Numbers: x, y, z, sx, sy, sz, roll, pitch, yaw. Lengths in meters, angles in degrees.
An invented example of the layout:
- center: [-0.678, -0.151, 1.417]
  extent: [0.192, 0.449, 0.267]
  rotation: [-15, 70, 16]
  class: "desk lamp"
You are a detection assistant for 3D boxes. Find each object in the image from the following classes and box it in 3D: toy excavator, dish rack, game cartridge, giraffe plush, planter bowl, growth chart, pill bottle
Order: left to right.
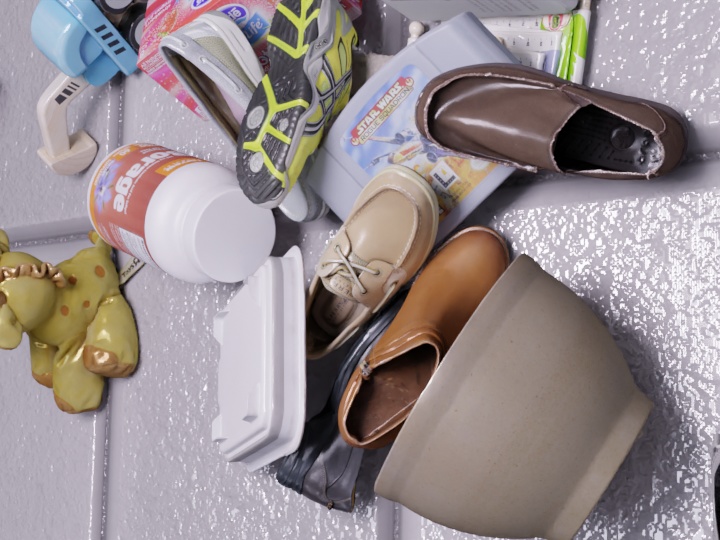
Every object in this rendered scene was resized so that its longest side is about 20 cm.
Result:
- center: [-0.328, 0.040, 1.255]
  extent: [0.173, 0.162, 0.200]
  rotation: [43, 113, 36]
  class: "giraffe plush"
- center: [-0.302, -0.221, 1.298]
  extent: [0.200, 0.195, 0.100]
  rotation: [-44, 54, -5]
  class: "toy excavator"
- center: [-0.167, -0.052, 1.141]
  extent: [0.200, 0.112, 0.113]
  rotation: [20, 98, 51]
  class: "pill bottle"
- center: [-0.094, 0.081, 1.057]
  extent: [0.200, 0.043, 0.172]
  rotation: [138, 133, -66]
  class: "dish rack"
- center: [0.051, -0.100, 0.969]
  extent: [0.133, 0.042, 0.200]
  rotation: [43, 120, -2]
  class: "game cartridge"
- center: [0.103, -0.149, 1.001]
  extent: [0.200, 0.018, 0.145]
  rotation: [1, 86, 42]
  class: "growth chart"
- center: [0.118, 0.108, 0.856]
  extent: [0.135, 0.200, 0.201]
  rotation: [33, 108, 11]
  class: "planter bowl"

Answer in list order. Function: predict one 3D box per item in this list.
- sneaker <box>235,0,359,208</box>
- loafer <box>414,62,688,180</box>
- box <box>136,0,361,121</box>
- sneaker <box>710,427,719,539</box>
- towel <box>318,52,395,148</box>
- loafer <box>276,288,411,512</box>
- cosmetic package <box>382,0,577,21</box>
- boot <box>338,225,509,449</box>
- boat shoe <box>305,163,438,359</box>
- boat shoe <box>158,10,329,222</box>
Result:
- center: [-0.043, -0.139, 1.004]
  extent: [0.075, 0.076, 0.201]
  rotation: [-2, 65, 44]
  class: "sneaker"
- center: [0.135, -0.106, 0.874]
  extent: [0.199, 0.071, 0.073]
  rotation: [7, 105, 12]
  class: "loafer"
- center: [-0.100, -0.240, 1.108]
  extent: [0.200, 0.095, 0.100]
  rotation: [-29, 41, 29]
  class: "box"
- center: [0.266, 0.103, 0.780]
  extent: [0.075, 0.082, 0.201]
  rotation: [1, 85, 41]
  class: "sneaker"
- center: [-0.026, -0.134, 1.092]
  extent: [0.200, 0.034, 0.133]
  rotation: [19, 97, 47]
  class: "towel"
- center: [0.008, 0.110, 1.027]
  extent: [0.072, 0.073, 0.200]
  rotation: [31, 101, 6]
  class: "loafer"
- center: [0.074, -0.318, 0.935]
  extent: [0.166, 0.167, 0.201]
  rotation: [7, 82, 41]
  class: "cosmetic package"
- center: [0.052, 0.050, 0.910]
  extent: [0.074, 0.155, 0.200]
  rotation: [31, 89, 6]
  class: "boot"
- center: [0.000, 0.000, 0.974]
  extent: [0.072, 0.065, 0.200]
  rotation: [38, 134, 6]
  class: "boat shoe"
- center: [-0.098, -0.123, 1.048]
  extent: [0.074, 0.065, 0.202]
  rotation: [-14, 109, 53]
  class: "boat shoe"
